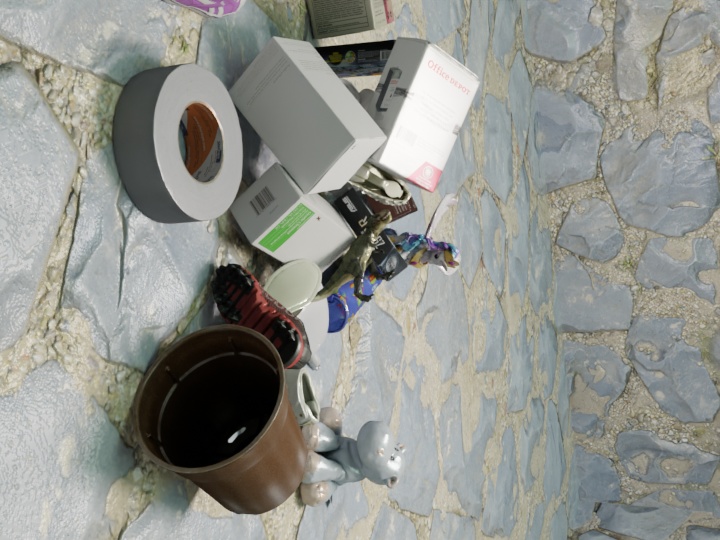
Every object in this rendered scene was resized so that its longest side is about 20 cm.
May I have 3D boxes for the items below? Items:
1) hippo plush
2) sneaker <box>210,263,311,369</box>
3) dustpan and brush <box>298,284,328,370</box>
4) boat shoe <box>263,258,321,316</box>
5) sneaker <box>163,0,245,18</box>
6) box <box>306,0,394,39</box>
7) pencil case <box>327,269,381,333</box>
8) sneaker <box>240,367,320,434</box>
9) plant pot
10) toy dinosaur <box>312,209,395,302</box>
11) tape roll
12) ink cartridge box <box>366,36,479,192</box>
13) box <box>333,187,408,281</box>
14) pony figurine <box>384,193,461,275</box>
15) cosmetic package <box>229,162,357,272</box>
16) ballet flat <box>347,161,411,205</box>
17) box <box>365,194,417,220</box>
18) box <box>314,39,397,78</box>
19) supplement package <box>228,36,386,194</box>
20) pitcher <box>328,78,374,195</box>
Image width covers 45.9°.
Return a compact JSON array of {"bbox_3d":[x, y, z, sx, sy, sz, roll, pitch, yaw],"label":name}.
[{"bbox_3d":[-0.009,0.338,1.459,0.160,0.158,0.203,-59,140,-49],"label":"hippo plush"},{"bbox_3d":[-0.136,0.070,1.200,0.071,0.200,0.098,-47,150,3],"label":"sneaker"},{"bbox_3d":[-0.092,0.113,1.421,0.140,0.057,0.201,-53,138,-25],"label":"dustpan and brush"},{"bbox_3d":[-0.131,0.061,1.289,0.202,0.072,0.060,-51,178,-36],"label":"boat shoe"},{"bbox_3d":[-0.184,-0.395,1.178,0.200,0.112,0.074,-34,118,-63],"label":"sneaker"},{"bbox_3d":[-0.027,-0.527,1.511,0.109,0.126,0.204,-44,129,-58],"label":"box"},{"bbox_3d":[-0.023,0.033,1.544,0.200,0.077,0.088,-49,139,-56],"label":"pencil case"},{"bbox_3d":[-0.118,0.243,1.284,0.073,0.113,0.205,-6,95,-67],"label":"sneaker"},{"bbox_3d":[-0.165,0.212,1.112,0.200,0.196,0.203,70,30,-50],"label":"plant pot"},{"bbox_3d":[0.000,0.000,1.358,0.201,0.088,0.047,-50,175,-6],"label":"toy dinosaur"},{"bbox_3d":[-0.233,-0.164,1.114,0.199,0.065,0.205,-1,90,-65],"label":"tape roll"},{"bbox_3d":[0.089,-0.251,1.370,0.144,0.084,0.203,22,94,-43],"label":"ink cartridge box"},{"bbox_3d":[0.020,-0.059,1.484,0.161,0.043,0.200,55,1,0],"label":"box"},{"bbox_3d":[0.128,-0.048,1.737,0.194,0.196,0.169,-55,136,-52],"label":"pony figurine"},{"bbox_3d":[-0.101,-0.073,1.324,0.085,0.107,0.199,53,11,29],"label":"cosmetic package"},{"bbox_3d":[0.014,-0.163,1.423,0.198,0.071,0.073,24,65,-38],"label":"ballet flat"},{"bbox_3d":[0.056,-0.147,1.645,0.200,0.074,0.102,-33,100,-80],"label":"box"},{"bbox_3d":[-0.005,-0.361,1.463,0.136,0.196,0.041,-12,103,-65],"label":"box"},{"bbox_3d":[-0.080,-0.232,1.280,0.201,0.120,0.121,51,25,9],"label":"supplement package"},{"bbox_3d":[-0.025,-0.246,1.524,0.201,0.170,0.122,-55,172,-28],"label":"pitcher"}]
